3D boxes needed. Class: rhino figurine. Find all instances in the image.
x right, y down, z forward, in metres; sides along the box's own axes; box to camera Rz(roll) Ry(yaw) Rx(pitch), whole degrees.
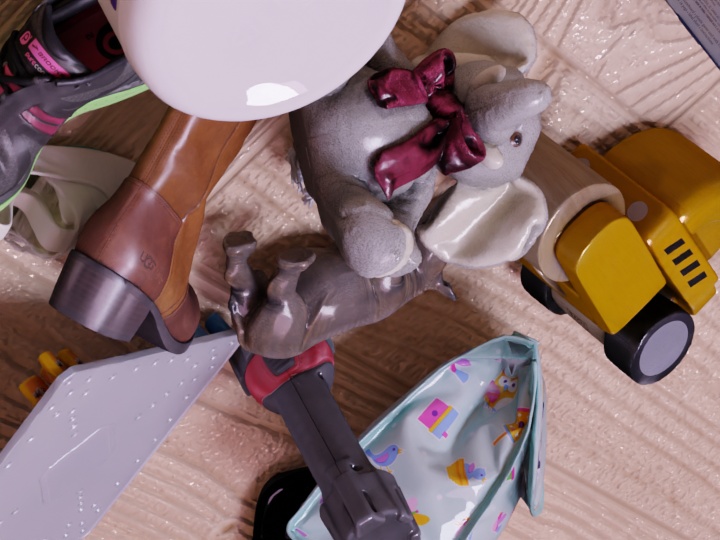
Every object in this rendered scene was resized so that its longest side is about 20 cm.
[{"bbox_3d":[0.000,0.000,1.453,0.199,0.060,0.088,-17,131,-32],"label":"rhino figurine"}]

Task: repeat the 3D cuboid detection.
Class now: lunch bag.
[{"bbox_3d":[0.060,0.134,1.536,0.200,0.122,0.170,-51,168,-4],"label":"lunch bag"}]

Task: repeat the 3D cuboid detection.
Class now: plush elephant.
[{"bbox_3d":[0.043,-0.082,1.316,0.154,0.165,0.200,-12,176,-8],"label":"plush elephant"}]

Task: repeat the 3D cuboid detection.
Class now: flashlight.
[{"bbox_3d":[-0.021,0.106,1.441,0.067,0.200,0.068,-1,130,-30],"label":"flashlight"}]

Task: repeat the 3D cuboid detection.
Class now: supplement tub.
[{"bbox_3d":[-0.075,-0.185,1.107,0.145,0.200,0.146,-17,139,-15],"label":"supplement tub"}]

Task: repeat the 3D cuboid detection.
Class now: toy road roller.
[{"bbox_3d":[0.168,-0.038,1.478,0.146,0.123,0.200,-46,140,-4],"label":"toy road roller"}]

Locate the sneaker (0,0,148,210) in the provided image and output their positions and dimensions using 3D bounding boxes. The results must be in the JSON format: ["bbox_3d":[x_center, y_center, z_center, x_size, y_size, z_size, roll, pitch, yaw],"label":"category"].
[{"bbox_3d":[-0.177,-0.100,1.211,0.200,0.077,0.084,-41,162,-14],"label":"sneaker"}]

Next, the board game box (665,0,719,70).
[{"bbox_3d":[0.289,-0.178,1.335,0.199,0.200,0.043,-37,142,9],"label":"board game box"}]

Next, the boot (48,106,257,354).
[{"bbox_3d":[-0.096,-0.057,1.328,0.200,0.068,0.188,-61,161,1],"label":"boot"}]

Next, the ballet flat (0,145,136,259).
[{"bbox_3d":[-0.198,-0.037,1.292,0.199,0.070,0.070,11,126,-39],"label":"ballet flat"}]

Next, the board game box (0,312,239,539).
[{"bbox_3d":[-0.183,0.112,1.425,0.200,0.026,0.200,-51,163,23],"label":"board game box"}]

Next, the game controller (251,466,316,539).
[{"bbox_3d":[0.014,0.173,1.658,0.199,0.042,0.105,-10,136,-24],"label":"game controller"}]
